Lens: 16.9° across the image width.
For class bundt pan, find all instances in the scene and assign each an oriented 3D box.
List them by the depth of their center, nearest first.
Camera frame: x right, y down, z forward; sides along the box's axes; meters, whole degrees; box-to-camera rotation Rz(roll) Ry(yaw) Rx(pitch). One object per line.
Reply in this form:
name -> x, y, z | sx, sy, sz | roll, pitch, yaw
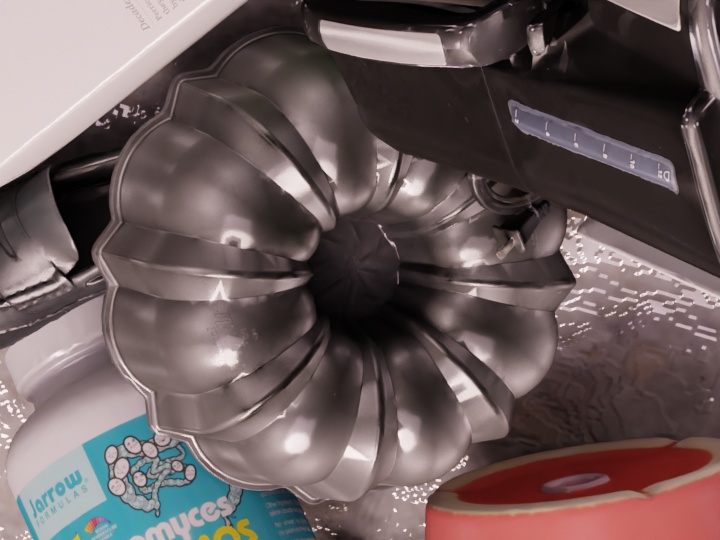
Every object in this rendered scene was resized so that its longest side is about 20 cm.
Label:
bundt pan -> 0.000, 0.000, 0.964 | 0.201, 0.076, 0.203 | -2, 97, -21

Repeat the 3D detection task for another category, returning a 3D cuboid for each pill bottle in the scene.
pill bottle -> -0.082, 0.111, 1.034 | 0.111, 0.111, 0.200 | -33, 75, 22

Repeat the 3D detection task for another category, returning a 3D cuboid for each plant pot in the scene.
plant pot -> 0.110, 0.173, 1.051 | 0.200, 0.200, 0.178 | -9, 95, 9

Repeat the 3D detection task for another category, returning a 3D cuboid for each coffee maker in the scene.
coffee maker -> 0.097, -0.075, 0.818 | 0.135, 0.200, 0.192 | -54, 132, -9

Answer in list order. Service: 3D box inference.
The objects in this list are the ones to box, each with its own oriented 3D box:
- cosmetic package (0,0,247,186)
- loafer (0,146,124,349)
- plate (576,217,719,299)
cosmetic package -> -0.096, -0.118, 0.924 | 0.200, 0.108, 0.085 | -37, 93, 24
loafer -> -0.130, -0.016, 1.003 | 0.200, 0.068, 0.070 | -16, 147, -5
plate -> 0.215, 0.007, 0.912 | 0.200, 0.199, 0.032 | 4, 105, -41
